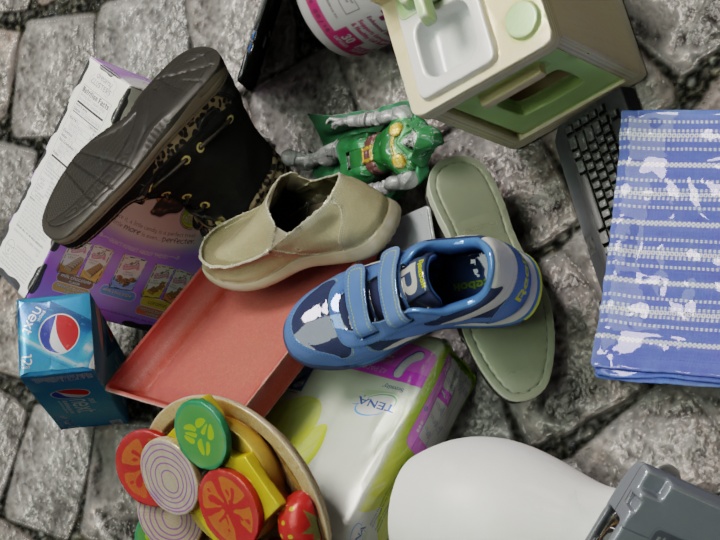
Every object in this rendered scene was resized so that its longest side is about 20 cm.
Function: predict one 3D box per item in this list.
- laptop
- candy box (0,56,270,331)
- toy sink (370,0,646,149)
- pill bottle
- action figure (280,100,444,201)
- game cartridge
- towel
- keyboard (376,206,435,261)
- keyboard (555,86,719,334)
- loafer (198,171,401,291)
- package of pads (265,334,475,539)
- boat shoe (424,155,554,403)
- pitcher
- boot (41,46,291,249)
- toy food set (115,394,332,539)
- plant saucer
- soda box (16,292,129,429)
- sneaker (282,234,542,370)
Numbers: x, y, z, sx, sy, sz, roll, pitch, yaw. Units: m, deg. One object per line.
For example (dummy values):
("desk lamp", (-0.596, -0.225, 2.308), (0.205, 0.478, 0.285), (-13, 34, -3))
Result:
("laptop", (-0.110, -0.264, 1.614), (0.102, 0.177, 0.202), (18, 93, -1))
("candy box", (-0.195, -0.060, 1.653), (0.071, 0.167, 0.201), (36, 102, 44))
("toy sink", (0.100, -0.178, 1.431), (0.130, 0.199, 0.113), (-28, 65, 29))
("pill bottle", (0.052, -0.253, 1.539), (0.199, 0.113, 0.114), (-19, 70, 34))
("action figure", (0.004, -0.089, 1.543), (0.199, 0.054, 0.119), (-17, 81, 56))
("game cartridge", (0.194, 0.238, 1.317), (0.201, 0.132, 0.042), (-61, 25, 12))
("towel", (0.236, -0.018, 1.379), (0.144, 0.024, 0.202), (3, 84, 39))
("keyboard", (0.000, 0.000, 1.552), (0.199, 0.011, 0.057), (-22, 69, 52))
("keyboard", (0.217, -0.045, 1.427), (0.127, 0.021, 0.202), (-30, 65, 30))
("loafer", (-0.058, -0.039, 1.524), (0.199, 0.068, 0.076), (-15, 38, 38))
("package of pads", (-0.015, 0.134, 1.498), (0.154, 0.068, 0.201), (13, 64, 38))
("boat shoe", (0.097, 0.013, 1.483), (0.071, 0.061, 0.203), (-11, 68, -11))
("pitcher", (0.124, 0.211, 1.395), (0.198, 0.121, 0.173), (5, 97, 27))
("boot", (-0.152, -0.067, 1.583), (0.073, 0.151, 0.200), (28, 74, 44))
("toy food set", (-0.102, 0.186, 1.433), (0.199, 0.048, 0.200), (53, 133, 12))
("plant saucer", (-0.089, 0.044, 1.555), (0.199, 0.037, 0.200), (9, 56, 53))
("soda box", (-0.243, 0.080, 1.646), (0.064, 0.200, 0.068), (-5, 73, -1))
("sneaker", (0.030, 0.017, 1.417), (0.198, 0.082, 0.075), (-17, 72, 15))
